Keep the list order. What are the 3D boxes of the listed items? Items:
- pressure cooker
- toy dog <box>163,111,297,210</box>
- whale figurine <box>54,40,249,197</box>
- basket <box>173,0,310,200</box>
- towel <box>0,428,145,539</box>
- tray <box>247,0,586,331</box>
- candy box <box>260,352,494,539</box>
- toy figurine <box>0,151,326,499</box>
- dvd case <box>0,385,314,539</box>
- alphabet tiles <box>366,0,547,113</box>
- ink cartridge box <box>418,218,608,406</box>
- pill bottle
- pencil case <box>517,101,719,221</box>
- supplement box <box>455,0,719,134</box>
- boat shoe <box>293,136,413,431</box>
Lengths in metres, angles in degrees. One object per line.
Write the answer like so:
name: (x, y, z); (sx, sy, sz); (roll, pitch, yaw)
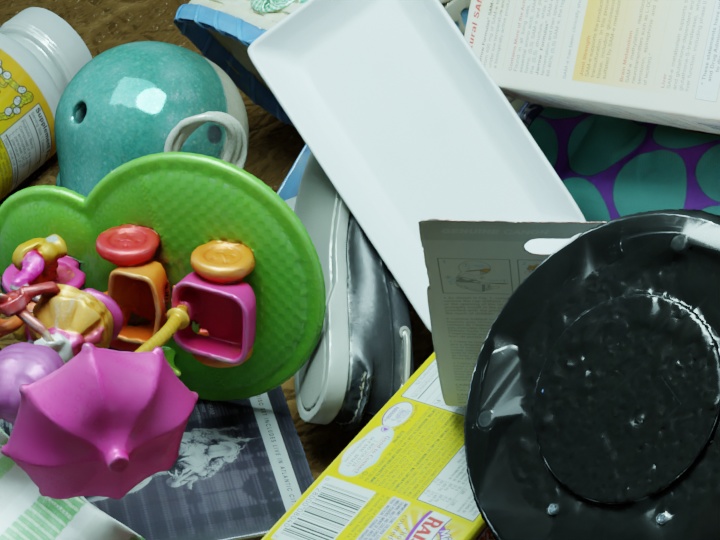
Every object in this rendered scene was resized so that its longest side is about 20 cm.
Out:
pressure cooker: (0.160, 0.081, 0.936); (0.178, 0.200, 0.177); (-13, 62, 34)
toy dog: (-0.108, 0.015, 1.283); (0.200, 0.132, 0.096); (-41, 27, 6)
whale figurine: (-0.151, -0.049, 1.368); (0.158, 0.103, 0.202); (14, 84, 44)
basket: (-0.060, -0.123, 1.461); (0.176, 0.139, 0.201); (20, 78, 50)
towel: (-0.174, 0.164, 1.072); (0.199, 0.023, 0.153); (36, 54, 8)
tray: (0.032, -0.074, 1.209); (0.107, 0.201, 0.022); (-35, -12, 7)
candy box: (0.037, 0.109, 1.124); (0.102, 0.027, 0.200); (19, 49, 34)
toy figurine: (-0.140, 0.039, 1.119); (0.198, 0.151, 0.184); (11, 30, 14)
dvd case: (-0.129, 0.112, 1.181); (0.198, 0.016, 0.149); (-10, 35, -10)
alphabet tiles: (0.097, -0.128, 1.294); (0.195, 0.201, 0.015); (-32, 34, -17)
ink cartridge box: (0.114, 0.008, 1.047); (0.161, 0.201, 0.057); (0, 58, 7)
pill bottle: (-0.288, -0.106, 1.598); (0.112, 0.113, 0.200); (9, 42, 42)
pencil case: (0.180, -0.050, 1.229); (0.199, 0.085, 0.093); (15, 71, 45)
supplement box: (0.157, -0.146, 1.177); (0.199, 0.127, 0.073); (15, 3, 43)
boat shoe: (0.000, 0.000, 1.234); (0.060, 0.074, 0.201); (13, 52, -20)
